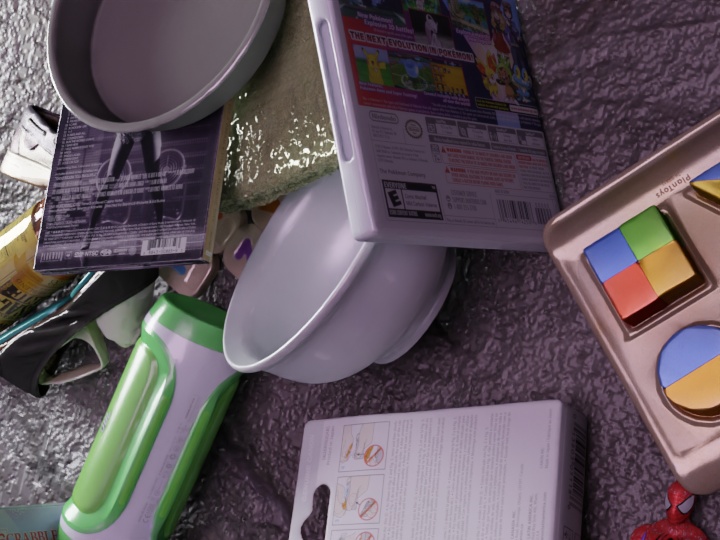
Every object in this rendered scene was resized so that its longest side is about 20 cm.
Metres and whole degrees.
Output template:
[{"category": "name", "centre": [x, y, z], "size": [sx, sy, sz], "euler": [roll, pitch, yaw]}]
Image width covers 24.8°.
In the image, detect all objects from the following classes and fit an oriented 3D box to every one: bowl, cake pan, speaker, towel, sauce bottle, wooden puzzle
[{"category": "bowl", "centre": [0.000, 0.000, 1.090], "size": [0.201, 0.090, 0.201], "euler": [-47, 22, 26]}, {"category": "cake pan", "centre": [-0.131, -0.183, 1.136], "size": [0.200, 0.037, 0.201], "euler": [-13, 65, 29]}, {"category": "speaker", "centre": [-0.149, 0.121, 1.187], "size": [0.088, 0.088, 0.201], "euler": [28, 99, 28]}, {"category": "towel", "centre": [-0.046, -0.123, 1.119], "size": [0.200, 0.036, 0.149], "euler": [-20, 65, 50]}, {"category": "sauce bottle", "centre": [-0.285, 0.013, 1.284], "size": [0.200, 0.066, 0.066], "euler": [-35, 70, 30]}, {"category": "wooden puzzle", "centre": [0.229, 0.008, 0.998], "size": [0.185, 0.046, 0.200], "euler": [-33, 71, 13]}]

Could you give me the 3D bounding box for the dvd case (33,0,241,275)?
[{"category": "dvd case", "centre": [-0.154, -0.096, 1.154], "size": [0.148, 0.016, 0.201], "euler": [-4, 71, 30]}]

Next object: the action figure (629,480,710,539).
[{"category": "action figure", "centre": [0.172, 0.226, 0.996], "size": [0.065, 0.099, 0.201], "euler": [11, 88, 29]}]

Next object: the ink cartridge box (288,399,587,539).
[{"category": "ink cartridge box", "centre": [0.047, 0.174, 1.073], "size": [0.199, 0.050, 0.163], "euler": [-9, 62, 33]}]

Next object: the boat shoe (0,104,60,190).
[{"category": "boat shoe", "centre": [-0.193, -0.086, 1.220], "size": [0.200, 0.072, 0.065], "euler": [14, 99, 41]}]

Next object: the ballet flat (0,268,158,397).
[{"category": "ballet flat", "centre": [-0.200, 0.035, 1.237], "size": [0.200, 0.068, 0.068], "euler": [-35, 96, 33]}]

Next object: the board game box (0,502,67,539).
[{"category": "board game box", "centre": [-0.243, 0.267, 1.160], "size": [0.041, 0.200, 0.200], "euler": [-21, 74, 26]}]

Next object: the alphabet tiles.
[{"category": "alphabet tiles", "centre": [-0.103, -0.084, 1.221], "size": [0.195, 0.015, 0.200], "euler": [40, 104, 26]}]

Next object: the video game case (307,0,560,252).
[{"category": "video game case", "centre": [0.049, -0.103, 1.034], "size": [0.023, 0.200, 0.183], "euler": [-20, 76, 39]}]
